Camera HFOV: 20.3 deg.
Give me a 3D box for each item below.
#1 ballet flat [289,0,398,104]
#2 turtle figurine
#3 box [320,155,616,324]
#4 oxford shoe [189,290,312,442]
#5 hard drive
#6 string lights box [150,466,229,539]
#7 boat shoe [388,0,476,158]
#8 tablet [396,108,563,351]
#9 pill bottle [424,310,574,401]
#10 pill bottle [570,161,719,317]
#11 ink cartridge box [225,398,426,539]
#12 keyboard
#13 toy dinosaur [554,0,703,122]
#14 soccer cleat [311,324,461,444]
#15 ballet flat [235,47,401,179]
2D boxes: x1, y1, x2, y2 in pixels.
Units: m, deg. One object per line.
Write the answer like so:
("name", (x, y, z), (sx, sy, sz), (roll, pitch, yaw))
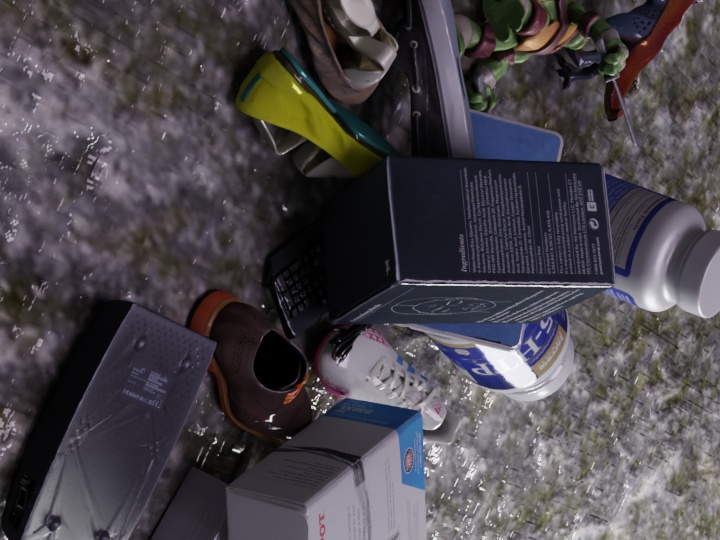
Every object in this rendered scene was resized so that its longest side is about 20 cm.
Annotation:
("ballet flat", (-0.009, -0.188, 1.589), (0.068, 0.067, 0.200), (-57, 147, -15))
("turtle figurine", (0.154, -0.177, 1.771), (0.193, 0.143, 0.201), (6, 101, -53))
("box", (0.086, -0.022, 1.663), (0.199, 0.148, 0.108), (0, 76, -24))
("oxford shoe", (-0.075, 0.094, 1.662), (0.071, 0.072, 0.200), (-57, 147, -16))
("hard drive", (-0.194, 0.125, 1.533), (0.135, 0.042, 0.201), (30, 84, -58))
("string lights box", (-0.105, 0.256, 1.733), (0.103, 0.059, 0.200), (-60, 148, -12))
("boat shoe", (0.049, -0.176, 1.679), (0.070, 0.066, 0.201), (-71, 150, -71))
("tablet", (0.100, -0.039, 1.771), (0.129, 0.014, 0.201), (14, 85, -14))
("pill bottle", (0.131, 0.047, 1.896), (0.120, 0.119, 0.200), (-60, 147, -10))
("pill bottle", (0.270, -0.026, 1.982), (0.112, 0.199, 0.113), (-34, 136, -41))
("ink cartridge box", (-0.026, 0.215, 1.698), (0.200, 0.083, 0.146), (-33, 127, -54))
("keyboard", (0.000, 0.000, 1.737), (0.200, 0.021, 0.128), (-39, 122, -37))
("toy dinosaur", (0.277, -0.224, 1.928), (0.181, 0.201, 0.105), (-20, 150, -11))
("soccer cleat", (0.031, 0.104, 1.814), (0.070, 0.086, 0.200), (-62, 148, -7))
("ballet flat", (-0.037, -0.112, 1.612), (0.067, 0.067, 0.200), (-45, 145, 5))
